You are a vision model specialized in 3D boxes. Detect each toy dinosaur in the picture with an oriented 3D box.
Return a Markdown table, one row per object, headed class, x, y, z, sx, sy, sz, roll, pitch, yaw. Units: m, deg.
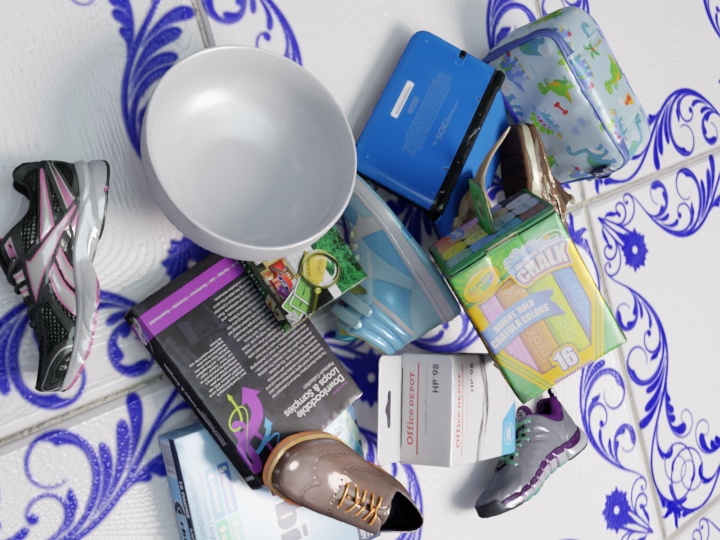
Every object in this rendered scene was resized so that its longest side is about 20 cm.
| class | x | y | z | sx | sy | sz | roll | pitch | yaw |
| --- | --- | --- | --- | --- | --- | --- | --- | --- | --- |
| toy dinosaur | 0.127 | -0.070 | 0.946 | 0.057 | 0.201 | 0.102 | 7 | 65 | 8 |

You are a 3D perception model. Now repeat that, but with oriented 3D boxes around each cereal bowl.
| class | x | y | z | sx | sy | sz | roll | pitch | yaw |
| --- | --- | --- | --- | --- | --- | --- | --- | --- | --- |
| cereal bowl | -0.107 | -0.098 | 0.780 | 0.198 | 0.083 | 0.202 | 10 | 66 | -22 |

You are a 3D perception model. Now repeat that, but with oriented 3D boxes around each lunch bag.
| class | x | y | z | sx | sy | sz | roll | pitch | yaw |
| --- | --- | --- | --- | --- | --- | --- | --- | --- | --- |
| lunch bag | 0.242 | -0.202 | 1.030 | 0.082 | 0.160 | 0.201 | -43 | 109 | -26 |

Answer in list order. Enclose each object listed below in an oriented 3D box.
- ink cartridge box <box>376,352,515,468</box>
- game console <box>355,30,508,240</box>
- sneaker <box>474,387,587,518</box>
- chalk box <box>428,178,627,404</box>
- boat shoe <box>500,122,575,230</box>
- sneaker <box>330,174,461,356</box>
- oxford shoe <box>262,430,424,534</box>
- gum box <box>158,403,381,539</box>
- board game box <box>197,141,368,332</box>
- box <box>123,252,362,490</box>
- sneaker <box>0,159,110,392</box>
| class | x | y | z | sx | sy | sz | roll | pitch | yaw |
| --- | --- | --- | --- | --- | --- | --- | --- | --- | --- |
| ink cartridge box | 0.099 | 0.148 | 0.922 | 0.199 | 0.066 | 0.117 | 7 | 83 | -55 |
| game console | 0.088 | -0.141 | 0.990 | 0.169 | 0.118 | 0.201 | 28 | 69 | -3 |
| sneaker | 0.191 | 0.220 | 1.032 | 0.199 | 0.074 | 0.088 | -26 | 85 | -41 |
| chalk box | 0.151 | 0.004 | 0.849 | 0.123 | 0.125 | 0.201 | -32 | 103 | 5 |
| boat shoe | 0.225 | -0.086 | 1.053 | 0.074 | 0.075 | 0.205 | -16 | 111 | -15 |
| sneaker | 0.000 | 0.000 | 0.897 | 0.130 | 0.080 | 0.201 | -37 | 79 | 3 |
| oxford shoe | -0.009 | 0.202 | 0.793 | 0.199 | 0.073 | 0.072 | 30 | 84 | -46 |
| gum box | -0.084 | 0.215 | 0.841 | 0.198 | 0.044 | 0.172 | -15 | 95 | -34 |
| board game box | -0.087 | -0.050 | 0.832 | 0.104 | 0.023 | 0.201 | -33 | 87 | -34 |
| box | -0.107 | 0.083 | 0.806 | 0.143 | 0.036 | 0.201 | -37 | 91 | -35 |
| sneaker | -0.267 | 0.002 | 0.719 | 0.085 | 0.080 | 0.203 | 6 | 75 | -23 |
